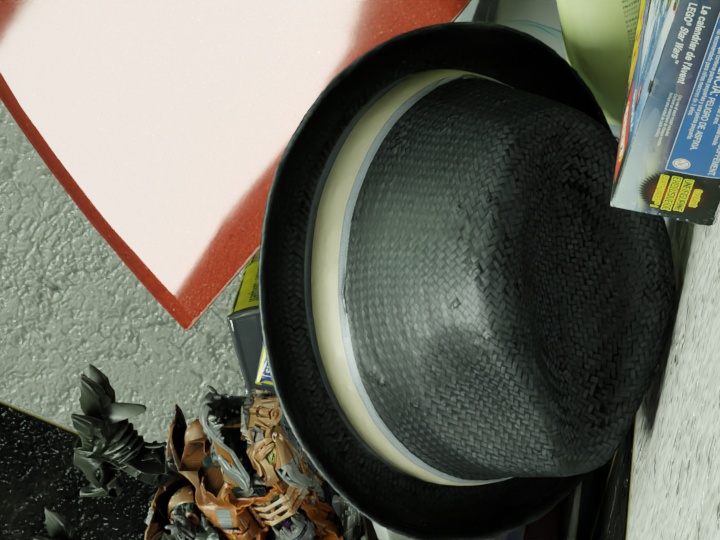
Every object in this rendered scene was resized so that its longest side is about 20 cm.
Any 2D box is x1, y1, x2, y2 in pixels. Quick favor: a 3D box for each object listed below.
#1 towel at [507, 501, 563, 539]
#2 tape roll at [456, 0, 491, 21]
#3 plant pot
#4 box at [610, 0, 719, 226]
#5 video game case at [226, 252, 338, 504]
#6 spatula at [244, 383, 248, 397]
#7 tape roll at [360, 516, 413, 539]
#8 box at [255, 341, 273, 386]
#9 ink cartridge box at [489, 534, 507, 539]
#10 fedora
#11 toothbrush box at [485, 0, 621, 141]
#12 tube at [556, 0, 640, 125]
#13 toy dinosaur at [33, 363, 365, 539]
[{"bbox_3d":[0.086,0.114,1.450,0.200,0.023,0.144,-79,1,-46],"label":"towel"},{"bbox_3d":[0.053,-0.056,1.453,0.200,0.066,0.201,-156,90,-85],"label":"tape roll"},{"bbox_3d":[-0.060,-0.132,1.227,0.200,0.176,0.200,-48,6,26],"label":"plant pot"},{"bbox_3d":[0.125,-0.135,0.959,0.137,0.040,0.201,102,179,-58],"label":"box"},{"bbox_3d":[-0.019,0.087,1.376,0.181,0.025,0.201,-81,-24,-75],"label":"video game case"},{"bbox_3d":[-0.047,0.068,1.386,0.200,0.020,0.057,-88,-21,-66],"label":"spatula"},{"bbox_3d":[0.030,0.148,1.235,0.203,0.037,0.203,166,90,-85],"label":"tape roll"},{"bbox_3d":[0.000,0.000,1.239,0.200,0.064,0.070,-70,-9,-77],"label":"box"},{"bbox_3d":[0.056,0.102,1.462,0.198,0.043,0.200,-76,3,-62],"label":"ink cartridge box"},{"bbox_3d":[0.057,0.007,1.072,0.092,0.200,0.201,6,84,57],"label":"fedora"},{"bbox_3d":[0.081,-0.029,1.271,0.146,0.085,0.201,99,-179,-77],"label":"toothbrush box"},{"bbox_3d":[0.094,-0.129,1.077,0.200,0.052,0.058,71,-177,-60],"label":"tube"},{"bbox_3d":[-0.066,0.114,1.241,0.102,0.135,0.200,-75,-7,-53],"label":"toy dinosaur"}]
